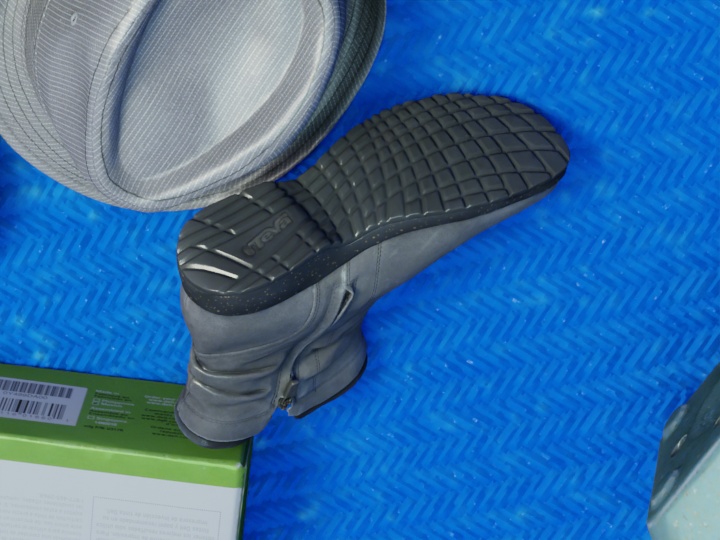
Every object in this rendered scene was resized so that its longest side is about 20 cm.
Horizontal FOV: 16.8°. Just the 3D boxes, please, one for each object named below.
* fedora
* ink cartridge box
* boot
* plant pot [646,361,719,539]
[{"bbox_3d":[-0.075,-0.094,1.071,0.177,0.090,0.200,36,108,-25],"label":"fedora"},{"bbox_3d":[-0.135,0.157,1.206,0.147,0.076,0.201,7,114,0],"label":"ink cartridge box"},{"bbox_3d":[0.000,0.000,1.134,0.199,0.070,0.132,-20,145,-17],"label":"boot"},{"bbox_3d":[0.243,0.108,1.105,0.200,0.196,0.196,36,111,-2],"label":"plant pot"}]
